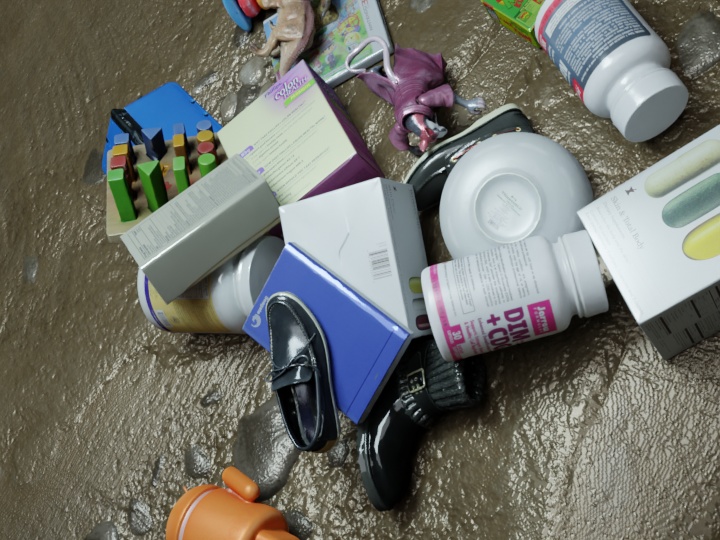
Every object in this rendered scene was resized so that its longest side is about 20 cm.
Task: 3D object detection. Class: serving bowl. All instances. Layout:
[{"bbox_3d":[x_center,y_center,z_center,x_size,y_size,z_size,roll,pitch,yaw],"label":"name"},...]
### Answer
[{"bbox_3d":[0.187,-0.074,1.148,0.196,0.066,0.205,0,89,20],"label":"serving bowl"}]

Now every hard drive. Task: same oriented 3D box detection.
[{"bbox_3d":[-0.044,0.076,1.151,0.199,0.025,0.133,36,106,21],"label":"hard drive"}]

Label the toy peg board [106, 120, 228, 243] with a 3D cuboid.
[{"bbox_3d":[-0.287,-0.158,1.379,0.196,0.099,0.201,-9,47,-6],"label":"toy peg board"}]

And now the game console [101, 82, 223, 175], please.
[{"bbox_3d":[-0.332,-0.197,1.559,0.200,0.117,0.173,44,127,34],"label":"game console"}]

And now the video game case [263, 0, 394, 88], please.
[{"bbox_3d":[-0.055,-0.370,1.461,0.197,0.022,0.185,-26,61,20],"label":"video game case"}]

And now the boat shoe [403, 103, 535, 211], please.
[{"bbox_3d":[0.141,-0.140,1.231,0.200,0.074,0.064,-33,51,10],"label":"boat shoe"}]

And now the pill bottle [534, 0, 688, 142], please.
[{"bbox_3d":[0.313,-0.263,1.151,0.119,0.119,0.202,-35,58,14],"label":"pill bottle"}]

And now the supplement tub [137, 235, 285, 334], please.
[{"bbox_3d":[-0.204,0.017,1.329,0.196,0.145,0.148,-2,71,29],"label":"supplement tub"}]

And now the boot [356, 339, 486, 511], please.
[{"bbox_3d":[0.078,0.183,1.144,0.155,0.079,0.215,-11,66,26],"label":"boot"}]

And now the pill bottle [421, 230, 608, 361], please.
[{"bbox_3d":[0.178,0.026,1.071,0.196,0.114,0.115,-17,64,10],"label":"pill bottle"}]

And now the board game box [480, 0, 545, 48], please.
[{"bbox_3d":[0.270,-0.418,1.276,0.201,0.047,0.101,-50,55,4],"label":"board game box"}]

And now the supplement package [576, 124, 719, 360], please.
[{"bbox_3d":[0.372,-0.032,1.011,0.198,0.150,0.154,-32,59,16],"label":"supplement package"}]

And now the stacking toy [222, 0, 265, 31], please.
[{"bbox_3d":[-0.129,-0.486,1.511,0.196,0.116,0.112,-13,63,12],"label":"stacking toy"}]

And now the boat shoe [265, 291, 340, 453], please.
[{"bbox_3d":[-0.076,0.124,1.120,0.074,0.062,0.204,-18,83,27],"label":"boat shoe"}]

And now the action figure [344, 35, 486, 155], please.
[{"bbox_3d":[0.074,-0.240,1.261,0.134,0.148,0.202,-41,31,24],"label":"action figure"}]

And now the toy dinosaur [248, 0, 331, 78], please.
[{"bbox_3d":[-0.095,-0.385,1.431,0.133,0.086,0.204,-2,76,21],"label":"toy dinosaur"}]

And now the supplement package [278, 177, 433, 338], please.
[{"bbox_3d":[0.000,0.000,1.205,0.153,0.110,0.204,-13,85,25],"label":"supplement package"}]

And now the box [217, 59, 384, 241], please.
[{"bbox_3d":[-0.090,-0.168,1.362,0.175,0.096,0.202,-37,59,13],"label":"box"}]

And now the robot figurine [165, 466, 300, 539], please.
[{"bbox_3d":[-0.171,0.348,1.205,0.197,0.116,0.147,11,121,32],"label":"robot figurine"}]

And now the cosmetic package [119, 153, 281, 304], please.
[{"bbox_3d":[-0.211,-0.058,1.240,0.199,0.074,0.103,-37,40,-9],"label":"cosmetic package"}]
